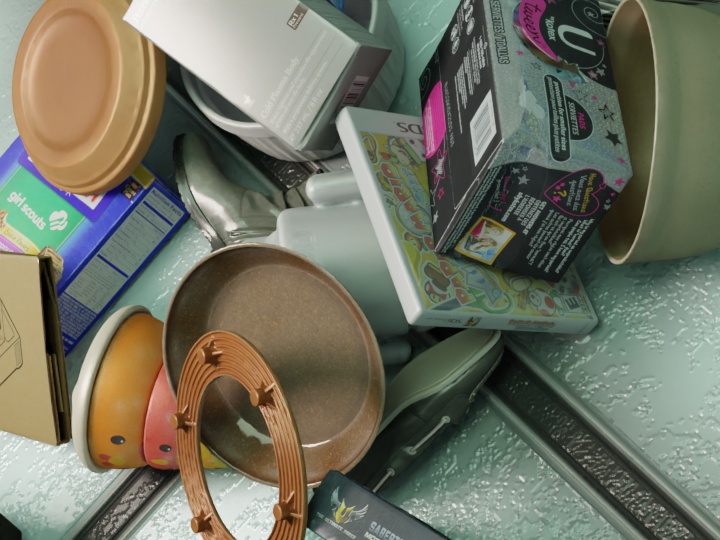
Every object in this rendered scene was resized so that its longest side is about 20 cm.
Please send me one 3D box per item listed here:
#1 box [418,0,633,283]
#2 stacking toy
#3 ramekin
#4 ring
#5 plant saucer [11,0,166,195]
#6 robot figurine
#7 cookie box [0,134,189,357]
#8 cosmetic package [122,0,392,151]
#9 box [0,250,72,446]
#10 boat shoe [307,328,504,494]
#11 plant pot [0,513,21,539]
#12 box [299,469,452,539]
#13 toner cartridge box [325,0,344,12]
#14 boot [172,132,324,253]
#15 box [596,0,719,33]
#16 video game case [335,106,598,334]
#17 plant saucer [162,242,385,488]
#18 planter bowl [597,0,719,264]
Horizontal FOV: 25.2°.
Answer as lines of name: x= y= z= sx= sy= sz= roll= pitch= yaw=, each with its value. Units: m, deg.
box: x=0.126 y=-0.116 z=1.257 sx=0.133 sy=0.113 sz=0.202 roll=120 pitch=155 yaw=-43
stacking toy: x=-0.131 y=0.119 z=1.355 sx=0.198 sy=0.146 sz=0.148 roll=13 pitch=73 yaw=14
ramekin: x=-0.054 y=-0.195 z=1.456 sx=0.198 sy=0.105 sz=0.202 roll=-10 pitch=64 yaw=21
ring: x=-0.098 y=0.146 z=1.217 sx=0.200 sy=0.019 sz=0.203 roll=17 pitch=110 yaw=55
plant saucer: x=-0.252 y=-0.169 z=1.444 sx=0.199 sy=0.037 sz=0.203 roll=-2 pitch=87 yaw=42
robot figurine: x=0.000 y=0.000 z=1.319 sx=0.197 sy=0.172 sz=0.113 roll=-8 pitch=20 yaw=-2
cookie box: x=-0.286 y=-0.042 z=1.519 sx=0.200 sy=0.075 sz=0.171 roll=-49 pitch=57 yaw=-1
cosmetic package: x=-0.086 y=-0.195 z=1.331 sx=0.199 sy=0.090 sz=0.107 roll=35 pitch=106 yaw=14
box: x=-0.327 y=0.062 z=1.443 sx=0.199 sy=0.021 sz=0.166 roll=6 pitch=105 yaw=47
boat shoe: x=0.043 y=0.121 z=1.303 sx=0.199 sy=0.057 sz=0.067 roll=-38 pitch=23 yaw=2
plant pot: x=-0.406 y=0.268 z=1.380 sx=0.198 sy=0.200 sz=0.179 roll=2 pitch=57 yaw=27
box: x=0.070 y=0.228 z=1.171 sx=0.199 sy=0.158 sz=0.051 roll=28 pitch=81 yaw=34
toner cartridge box: x=-0.107 y=-0.263 z=1.424 sx=0.198 sy=0.043 sz=0.096 roll=-4 pitch=68 yaw=25
boot: x=-0.083 y=-0.057 z=1.440 sx=0.130 sy=0.068 sz=0.202 roll=-27 pitch=66 yaw=8
box: x=0.207 y=-0.230 z=1.364 sx=0.198 sy=0.068 sz=0.083 roll=-15 pitch=61 yaw=20
video game case: x=0.085 y=-0.040 z=1.284 sx=0.023 sy=0.180 sz=0.202 roll=-49 pitch=49 yaw=41
plant saucer: x=-0.063 y=0.072 z=1.263 sx=0.198 sy=0.037 sz=0.203 roll=8 pitch=109 yaw=25
planter bowl: x=0.262 y=-0.104 z=1.220 sx=0.133 sy=0.201 sz=0.202 roll=2 pitch=65 yaw=-4
